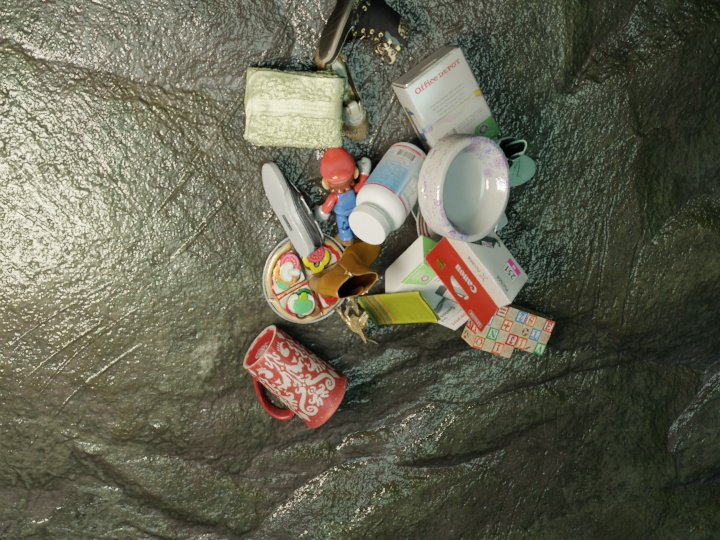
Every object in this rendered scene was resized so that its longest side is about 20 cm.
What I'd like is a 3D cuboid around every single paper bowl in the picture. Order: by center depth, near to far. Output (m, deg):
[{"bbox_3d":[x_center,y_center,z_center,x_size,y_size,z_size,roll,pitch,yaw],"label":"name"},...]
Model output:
[{"bbox_3d":[0.193,-0.164,1.400,0.197,0.103,0.207,-10,107,-36],"label":"paper bowl"}]

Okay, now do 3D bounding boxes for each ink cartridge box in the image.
[{"bbox_3d":[0.174,-0.332,1.457,0.144,0.088,0.202,-36,117,-5],"label":"ink cartridge box"},{"bbox_3d":[0.243,-0.005,1.479,0.201,0.043,0.174,51,52,-7],"label":"ink cartridge box"},{"bbox_3d":[0.171,0.030,1.541,0.196,0.086,0.146,23,136,-23],"label":"ink cartridge box"}]

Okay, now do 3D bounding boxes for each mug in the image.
[{"bbox_3d":[-0.154,0.236,1.509,0.199,0.133,0.178,41,90,-22],"label":"mug"}]

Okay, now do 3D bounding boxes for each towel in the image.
[{"bbox_3d":[-0.126,-0.306,1.359,0.194,0.037,0.153,4,109,3],"label":"towel"},{"bbox_3d":[0.076,0.082,1.507,0.086,0.198,0.018,49,58,-24],"label":"towel"}]

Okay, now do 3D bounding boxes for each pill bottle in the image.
[{"bbox_3d":[0.058,-0.152,1.417,0.109,0.107,0.202,51,54,-25],"label":"pill bottle"}]

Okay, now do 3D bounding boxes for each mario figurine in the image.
[{"bbox_3d":[-0.036,-0.163,1.462,0.124,0.104,0.204,-45,134,-40],"label":"mario figurine"}]

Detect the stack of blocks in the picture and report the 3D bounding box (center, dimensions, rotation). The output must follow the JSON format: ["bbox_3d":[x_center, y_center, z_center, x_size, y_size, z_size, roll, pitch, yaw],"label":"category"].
[{"bbox_3d":[0.350,0.140,1.684,0.195,0.059,0.118,17,101,-23],"label":"stack of blocks"}]

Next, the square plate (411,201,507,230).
[{"bbox_3d":[0.208,-0.139,1.563,0.195,0.028,0.203,-32,114,-7],"label":"square plate"}]

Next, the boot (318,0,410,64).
[{"bbox_3d":[0.011,-0.445,1.348,0.149,0.072,0.205,31,65,-29],"label":"boot"}]

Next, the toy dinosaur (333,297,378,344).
[{"bbox_3d":[-0.009,0.114,1.533,0.057,0.201,0.103,-28,71,-5],"label":"toy dinosaur"}]

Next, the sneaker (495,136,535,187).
[{"bbox_3d":[0.329,-0.230,1.505,0.196,0.117,0.076,-1,79,-35],"label":"sneaker"}]

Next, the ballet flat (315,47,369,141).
[{"bbox_3d":[-0.032,-0.342,1.395,0.070,0.065,0.203,-31,115,-6],"label":"ballet flat"}]

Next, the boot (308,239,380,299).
[{"bbox_3d":[-0.001,0.000,1.453,0.199,0.143,0.072,-34,113,-26],"label":"boot"}]

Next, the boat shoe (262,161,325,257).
[{"bbox_3d":[-0.130,-0.131,1.430,0.067,0.071,0.204,-35,105,-30],"label":"boat shoe"}]

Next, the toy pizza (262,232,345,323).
[{"bbox_3d":[-0.109,0.018,1.504,0.194,0.032,0.206,-6,109,-17],"label":"toy pizza"}]

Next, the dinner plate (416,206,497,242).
[{"bbox_3d":[0.209,-0.114,1.543,0.194,0.024,0.206,-6,109,-18],"label":"dinner plate"}]
